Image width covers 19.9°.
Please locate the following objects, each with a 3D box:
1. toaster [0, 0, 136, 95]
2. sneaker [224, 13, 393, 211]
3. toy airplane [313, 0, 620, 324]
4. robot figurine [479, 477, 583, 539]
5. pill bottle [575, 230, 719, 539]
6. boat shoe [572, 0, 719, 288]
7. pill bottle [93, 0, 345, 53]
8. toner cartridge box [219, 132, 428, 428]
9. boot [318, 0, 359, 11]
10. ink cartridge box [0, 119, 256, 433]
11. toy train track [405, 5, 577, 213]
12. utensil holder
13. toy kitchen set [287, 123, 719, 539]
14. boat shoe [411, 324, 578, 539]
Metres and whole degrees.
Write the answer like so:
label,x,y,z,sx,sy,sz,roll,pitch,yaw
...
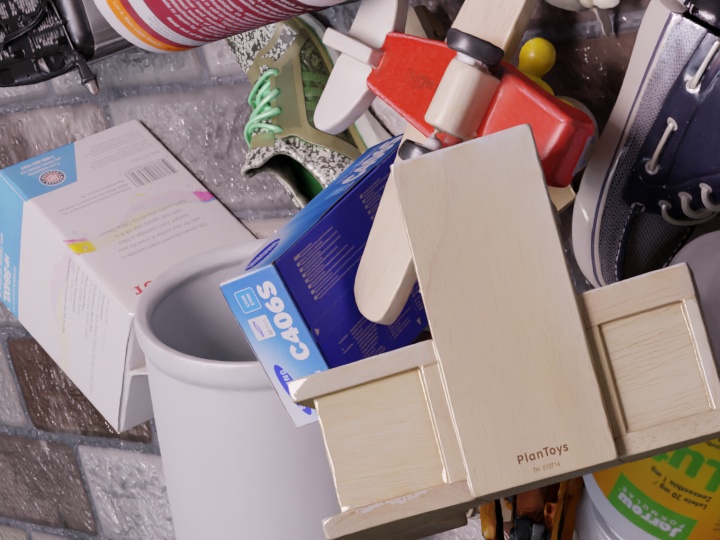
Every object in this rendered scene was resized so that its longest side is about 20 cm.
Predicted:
label,x,y,z,sx,sy,sz,roll,pitch,yaw
toaster,-0.215,-0.223,1.443,0.180,0.118,0.202,-5,104,56
sneaker,-0.045,-0.095,1.312,0.201,0.088,0.077,54,144,18
toy airplane,0.063,-0.090,1.117,0.200,0.140,0.201,-41,39,45
robot figurine,0.095,0.132,1.170,0.058,0.145,0.202,8,89,16
pill bottle,0.181,0.084,1.085,0.111,0.111,0.201,48,142,25
boat shoe,0.172,-0.049,1.050,0.093,0.074,0.201,47,142,38
pill bottle,-0.057,-0.196,1.155,0.199,0.113,0.114,-9,102,42
toner cartridge box,0.000,0.000,1.195,0.043,0.200,0.096,-21,104,34
boot,-0.007,-0.252,1.206,0.130,0.068,0.202,-5,108,45
ink cartridge box,-0.164,0.010,1.503,0.200,0.128,0.126,45,141,30
toy train track,0.078,-0.066,1.207,0.115,0.032,0.201,-39,72,46
utensil holder,-0.055,0.105,1.380,0.169,0.169,0.202,26,132,44
toy kitchen set,0.076,0.033,1.041,0.180,0.198,0.165,29,-135,-74
boat shoe,0.071,0.117,1.258,0.075,0.072,0.201,11,139,52
